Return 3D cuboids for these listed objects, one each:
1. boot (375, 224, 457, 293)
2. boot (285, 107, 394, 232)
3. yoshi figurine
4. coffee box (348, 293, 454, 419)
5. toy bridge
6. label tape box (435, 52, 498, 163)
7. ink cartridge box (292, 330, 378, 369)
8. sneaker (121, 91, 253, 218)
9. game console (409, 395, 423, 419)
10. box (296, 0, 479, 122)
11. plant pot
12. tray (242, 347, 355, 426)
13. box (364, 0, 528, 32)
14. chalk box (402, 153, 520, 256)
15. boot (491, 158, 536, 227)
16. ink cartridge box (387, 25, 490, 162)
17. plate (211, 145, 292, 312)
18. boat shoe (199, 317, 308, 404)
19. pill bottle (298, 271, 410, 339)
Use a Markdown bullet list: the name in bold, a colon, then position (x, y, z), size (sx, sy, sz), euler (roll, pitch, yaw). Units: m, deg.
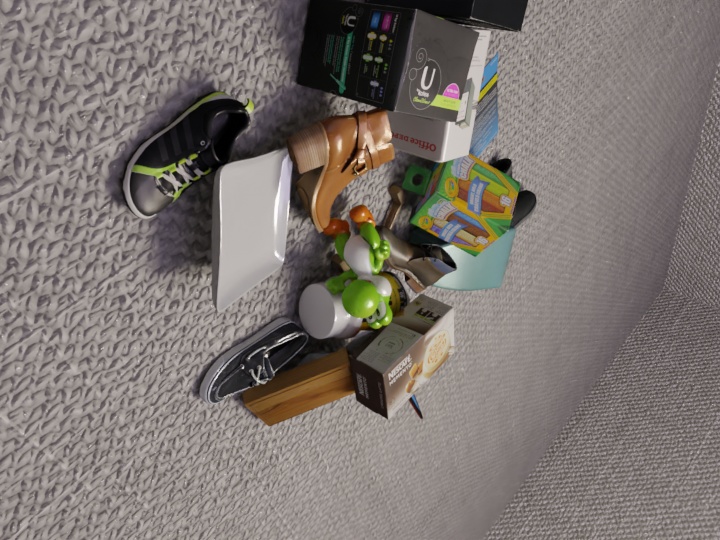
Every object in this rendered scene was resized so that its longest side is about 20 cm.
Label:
- **boot**: position (0.103, -0.038, 1.024), size (0.096, 0.075, 0.200), euler (-25, 138, 20)
- **boot**: position (-0.021, -0.149, 0.835), size (0.154, 0.074, 0.201), euler (-23, 149, -11)
- **yoshi figurine**: position (-0.003, -0.003, 0.901), size (0.111, 0.202, 0.112), euler (-11, 164, -20)
- **coffee box**: position (0.079, 0.147, 0.966), size (0.200, 0.079, 0.115), euler (-36, 133, -35)
- **toy bridge**: position (0.020, -0.067, 1.030), size (0.200, 0.027, 0.067), euler (-51, 143, -15)
- **label tape box**: position (0.200, -0.300, 1.044), size (0.144, 0.063, 0.201), euler (-49, 150, -17)
- **ink cartridge box**: position (-0.022, 0.159, 1.035), size (0.159, 0.047, 0.200), euler (9, 133, -50)
- **sneaker**: position (-0.209, -0.144, 0.670), size (0.201, 0.083, 0.072), euler (-54, 141, -10)
- **game console**: position (0.127, 0.208, 1.248), size (0.173, 0.118, 0.201), euler (-48, 141, -17)
- **box**: position (0.034, -0.296, 0.764), size (0.148, 0.199, 0.125), euler (-10, 119, -46)
- **plant pot**: position (0.204, -0.038, 1.175), size (0.199, 0.141, 0.143), euler (-11, 121, -37)
- **tray**: position (-0.097, 0.211, 0.971), size (0.198, 0.037, 0.099), euler (-22, 137, 6)
- **box**: position (0.126, -0.409, 0.800), size (0.140, 0.199, 0.080), euler (-17, 125, -43)
- **chalk box**: position (0.178, -0.140, 1.036), size (0.124, 0.199, 0.126), euler (-47, -161, 60)
- **boot**: position (0.360, -0.195, 1.325), size (0.165, 0.065, 0.201), euler (-50, 137, -18)
- **ink cartridge box**: position (0.116, -0.299, 0.902), size (0.084, 0.145, 0.202), euler (-21, 127, -42)
- **plate**: position (-0.157, -0.069, 0.772), size (0.200, 0.032, 0.202), euler (-48, 149, -62)
- **boat shoe**: position (-0.172, 0.158, 0.910), size (0.199, 0.068, 0.072), euler (-36, 135, -30)
- **pill bottle**: position (-0.009, 0.064, 1.005), size (0.199, 0.114, 0.115), euler (-6, 117, -48)
